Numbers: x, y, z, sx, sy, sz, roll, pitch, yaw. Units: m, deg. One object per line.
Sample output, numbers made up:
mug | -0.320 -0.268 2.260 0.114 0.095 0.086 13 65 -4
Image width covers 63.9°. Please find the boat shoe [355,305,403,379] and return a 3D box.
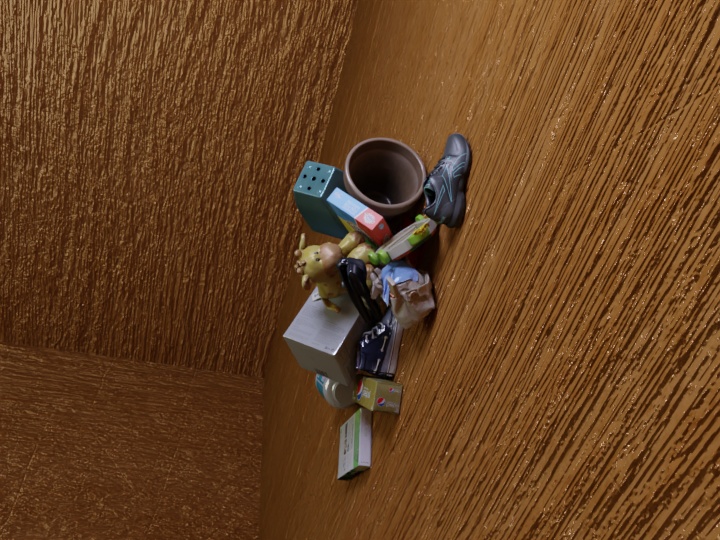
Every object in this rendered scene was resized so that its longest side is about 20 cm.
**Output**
boat shoe | 0.045 0.152 1.368 0.075 0.092 0.201 157 122 -74

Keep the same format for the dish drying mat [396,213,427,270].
dish drying mat | 0.119 -0.074 1.394 0.200 0.018 0.077 -110 34 -65

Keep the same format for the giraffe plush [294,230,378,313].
giraffe plush | -0.075 -0.013 1.321 0.200 0.162 0.173 -41 56 9

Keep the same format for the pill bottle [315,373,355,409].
pill bottle | -0.059 0.325 1.628 0.200 0.110 0.111 180 101 -76

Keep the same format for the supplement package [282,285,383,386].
supplement package | -0.059 0.146 1.431 0.200 0.151 0.151 -57 -31 -29

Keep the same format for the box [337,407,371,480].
box | -0.016 0.458 1.514 0.200 0.036 0.145 120 157 -57

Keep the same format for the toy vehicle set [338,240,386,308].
toy vehicle set | 0.000 0.000 1.415 0.200 0.124 0.027 35 159 36

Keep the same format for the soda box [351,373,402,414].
soda box | 0.036 0.289 1.364 0.200 0.064 0.068 162 118 -74

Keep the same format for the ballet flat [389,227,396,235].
ballet flat | 0.059 -0.021 1.515 0.064 0.075 0.201 0 84 42

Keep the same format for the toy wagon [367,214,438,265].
toy wagon | 0.101 -0.067 1.240 0.155 0.040 0.200 -38 9 -14

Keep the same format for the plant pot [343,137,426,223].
plant pot | 0.050 -0.198 1.437 0.175 0.199 0.201 107 168 -64

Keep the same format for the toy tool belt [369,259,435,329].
toy tool belt | 0.079 0.026 1.233 0.125 0.123 0.200 -42 22 6

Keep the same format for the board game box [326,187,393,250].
board game box | 0.015 -0.102 1.397 0.040 0.153 0.200 -50 -30 -7

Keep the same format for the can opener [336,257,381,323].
can opener | -0.004 0.048 1.272 0.201 0.063 0.079 69 -155 -44

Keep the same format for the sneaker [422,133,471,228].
sneaker | 0.170 -0.187 1.148 0.075 0.079 0.201 136 144 -68

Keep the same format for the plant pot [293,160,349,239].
plant pot | -0.085 -0.192 1.527 0.142 0.141 0.200 -66 -27 -12
